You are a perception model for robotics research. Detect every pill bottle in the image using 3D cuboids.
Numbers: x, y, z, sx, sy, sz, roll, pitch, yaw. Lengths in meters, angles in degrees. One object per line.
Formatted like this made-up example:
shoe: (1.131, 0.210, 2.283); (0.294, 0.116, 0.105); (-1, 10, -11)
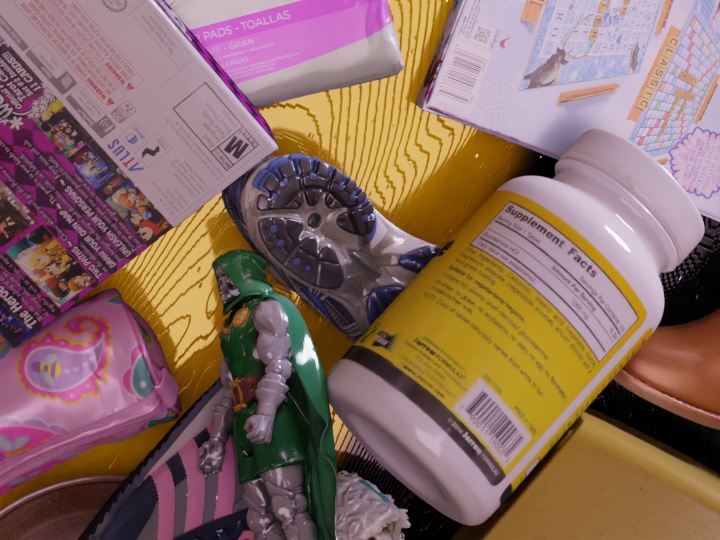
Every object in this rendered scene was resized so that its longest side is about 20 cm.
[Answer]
pill bottle: (0.084, 0.025, 1.158); (0.112, 0.112, 0.200); (46, 77, -9)

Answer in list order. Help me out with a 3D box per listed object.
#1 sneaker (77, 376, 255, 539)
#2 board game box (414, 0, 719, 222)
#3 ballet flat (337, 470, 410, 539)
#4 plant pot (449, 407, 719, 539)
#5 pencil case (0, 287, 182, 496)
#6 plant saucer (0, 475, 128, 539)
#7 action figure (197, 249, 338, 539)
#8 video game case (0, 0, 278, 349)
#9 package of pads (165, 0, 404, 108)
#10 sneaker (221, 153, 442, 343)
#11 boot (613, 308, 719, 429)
sneaker: (-0.089, 0.132, 1.185); (0.082, 0.070, 0.200); (43, 63, -2)
board game box: (0.157, -0.148, 1.224); (0.199, 0.041, 0.201); (21, 97, -8)
ballet flat: (-0.012, 0.214, 1.239); (0.071, 0.072, 0.201); (7, 98, -6)
plant pot: (0.139, 0.182, 1.203); (0.176, 0.200, 0.200); (41, 93, 1)
pencil case: (-0.197, 0.086, 1.202); (0.199, 0.087, 0.088); (-27, 100, -4)
plant saucer: (-0.146, 0.210, 1.240); (0.199, 0.037, 0.201); (-2, 98, -14)
action figure: (-0.047, 0.086, 1.140); (0.054, 0.118, 0.201); (-2, 73, -29)
video game case: (-0.171, -0.082, 1.125); (0.181, 0.036, 0.200); (-37, 120, 7)
package of pads: (-0.076, -0.184, 1.185); (0.154, 0.068, 0.201); (-14, 99, -4)
sneaker: (0.000, 0.000, 1.219); (0.077, 0.085, 0.200); (-51, 122, -11)
boot: (0.236, 0.009, 1.217); (0.199, 0.077, 0.156); (9, 114, -11)
